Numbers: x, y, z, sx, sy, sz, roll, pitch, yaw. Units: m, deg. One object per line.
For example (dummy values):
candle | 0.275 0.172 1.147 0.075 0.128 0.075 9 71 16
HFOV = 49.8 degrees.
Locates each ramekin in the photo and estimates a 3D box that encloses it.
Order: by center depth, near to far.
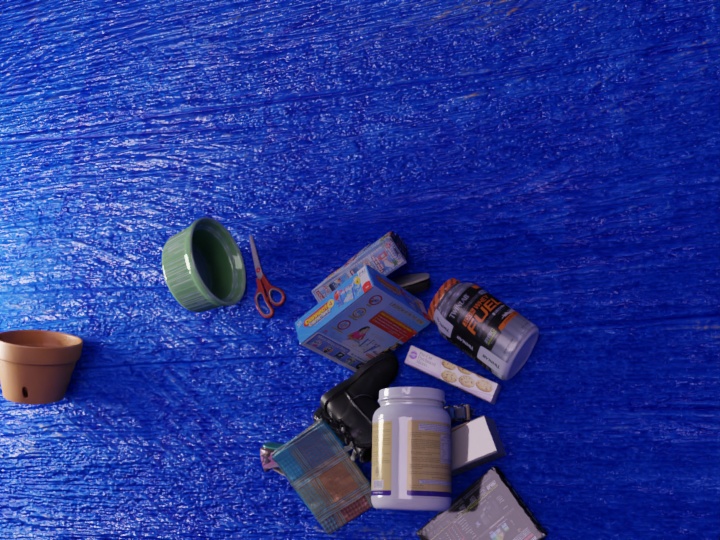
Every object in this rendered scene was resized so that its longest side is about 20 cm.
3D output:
ramekin | -0.350 -0.006 1.723 0.096 0.199 0.205 -20 69 22

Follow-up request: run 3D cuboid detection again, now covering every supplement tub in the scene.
supplement tub | 0.090 0.317 1.373 0.142 0.145 0.205 -4 72 20
supplement tub | 0.234 0.108 1.499 0.198 0.122 0.124 34 89 25

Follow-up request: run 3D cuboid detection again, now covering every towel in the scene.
towel | -0.069 0.409 1.536 0.146 0.022 0.202 -36 91 18

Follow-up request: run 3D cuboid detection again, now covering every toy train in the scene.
toy train | 0.128 0.286 1.533 0.195 0.046 0.035 -9 72 19

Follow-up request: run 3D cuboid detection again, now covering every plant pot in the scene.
plant pot | -0.763 0.229 1.831 0.195 0.199 0.144 8 95 23

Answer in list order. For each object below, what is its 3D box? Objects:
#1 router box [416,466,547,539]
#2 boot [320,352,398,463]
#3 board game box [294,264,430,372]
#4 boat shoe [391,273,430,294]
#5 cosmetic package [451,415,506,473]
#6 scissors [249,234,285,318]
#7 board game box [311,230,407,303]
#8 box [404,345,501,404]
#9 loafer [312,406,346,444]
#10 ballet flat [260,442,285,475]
router box | 0.224 0.486 1.431 0.199 0.062 0.151 -41 64 6
boot | 0.030 0.268 1.516 0.196 0.074 0.162 -31 46 -17
board game box | 0.006 0.103 1.527 0.195 0.199 0.057 -38 47 19
boat shoe | 0.056 0.058 1.618 0.197 0.074 0.064 -21 98 7
cosmetic package | 0.167 0.349 1.470 0.197 0.103 0.074 -26 67 12
scissors | -0.234 0.014 1.768 0.073 0.014 0.202 -36 67 11
board game box | 0.000 0.000 1.577 0.198 0.200 0.062 -35 96 8
box | 0.182 0.206 1.538 0.197 0.039 0.042 23 83 25
loafer | -0.007 0.331 1.558 0.196 0.072 0.068 17 41 21
ballet flat | -0.117 0.390 1.596 0.195 0.069 0.073 -6 91 22
